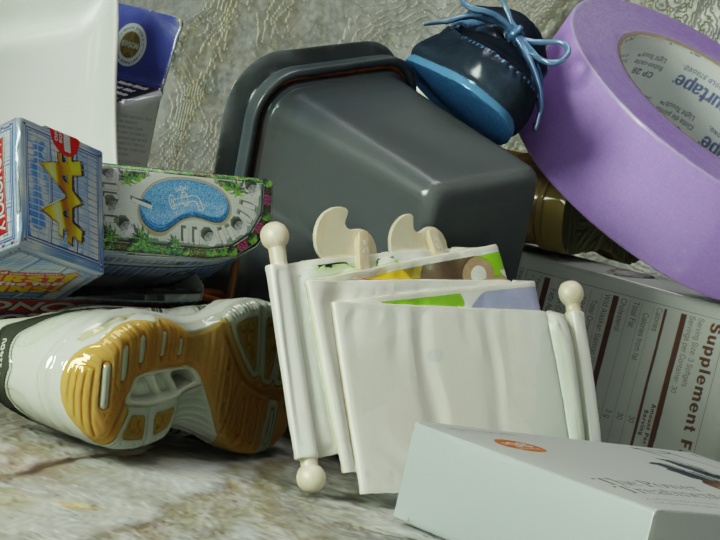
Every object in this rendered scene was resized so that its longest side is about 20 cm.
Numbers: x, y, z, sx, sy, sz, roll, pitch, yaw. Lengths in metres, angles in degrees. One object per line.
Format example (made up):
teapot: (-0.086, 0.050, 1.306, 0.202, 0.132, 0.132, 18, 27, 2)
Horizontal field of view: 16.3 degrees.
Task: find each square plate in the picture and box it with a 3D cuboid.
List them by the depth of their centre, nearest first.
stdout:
square plate: (-0.230, -0.068, 1.396, 0.197, 0.201, 0.028, -6, -36, 1)

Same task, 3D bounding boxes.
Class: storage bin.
storage bin: (0.000, 0.000, 1.295, 0.145, 0.201, 0.134, -10, 29, -43)

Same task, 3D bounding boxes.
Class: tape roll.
tape roll: (0.186, -0.068, 1.426, 0.200, 0.066, 0.200, 27, 27, -15)

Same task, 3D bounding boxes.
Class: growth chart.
growth chart: (0.040, 0.046, 1.198, 0.199, 0.145, 0.018, 8, -18, -33)

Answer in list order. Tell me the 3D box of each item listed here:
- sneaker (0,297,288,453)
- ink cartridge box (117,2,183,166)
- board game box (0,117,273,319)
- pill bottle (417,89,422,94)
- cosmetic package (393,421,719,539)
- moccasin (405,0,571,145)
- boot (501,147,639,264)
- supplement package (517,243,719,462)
sneaker: (-0.101, 0.042, 1.181, 0.087, 0.076, 0.200, 11, 0, 29)
ink cartridge box: (-0.210, -0.075, 1.524, 0.199, 0.201, 0.041, 16, 5, 38)
board game box: (-0.150, -0.011, 1.183, 0.199, 0.062, 0.200, 4, -16, -28)
pill bottle: (0.027, -0.044, 1.852, 0.113, 0.201, 0.113, 13, 4, -1)
cosmetic package: (0.138, 0.116, 1.139, 0.200, 0.052, 0.151, 10, 3, -43)
moccasin: (0.065, -0.119, 1.370, 0.080, 0.068, 0.200, 43, 1, -11)
boot: (0.064, -0.058, 1.502, 0.199, 0.066, 0.175, 13, 4, 27)
supplement package: (0.129, 0.054, 1.457, 0.199, 0.118, 0.117, 15, 4, 16)
